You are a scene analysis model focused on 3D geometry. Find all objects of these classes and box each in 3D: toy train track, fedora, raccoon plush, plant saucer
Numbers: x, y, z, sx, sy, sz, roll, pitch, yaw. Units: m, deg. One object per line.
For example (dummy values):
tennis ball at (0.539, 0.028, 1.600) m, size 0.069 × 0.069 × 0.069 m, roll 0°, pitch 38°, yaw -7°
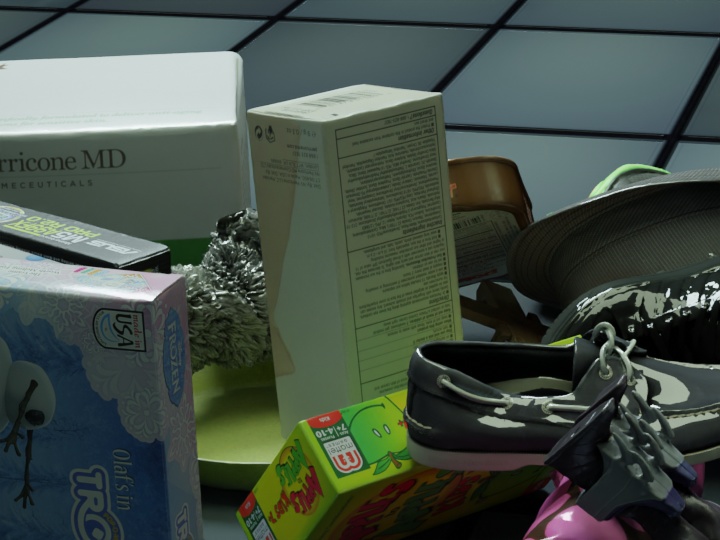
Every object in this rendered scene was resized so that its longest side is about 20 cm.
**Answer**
toy train track at (0.105, 0.065, 1.542) m, size 0.114 × 0.033 × 0.200 m, roll 20°, pitch 19°, yaw -20°
fedora at (0.201, 0.014, 1.548) m, size 0.198 × 0.177 × 0.091 m, roll -13°, pitch 62°, yaw -2°
raccoon plush at (-0.054, 0.031, 1.484) m, size 0.198 × 0.097 × 0.134 m, roll 7°, pitch 28°, yaw 22°
plant saucer at (-0.055, 0.093, 1.479) m, size 0.198 × 0.031 × 0.200 m, roll -1°, pitch 19°, yaw 0°

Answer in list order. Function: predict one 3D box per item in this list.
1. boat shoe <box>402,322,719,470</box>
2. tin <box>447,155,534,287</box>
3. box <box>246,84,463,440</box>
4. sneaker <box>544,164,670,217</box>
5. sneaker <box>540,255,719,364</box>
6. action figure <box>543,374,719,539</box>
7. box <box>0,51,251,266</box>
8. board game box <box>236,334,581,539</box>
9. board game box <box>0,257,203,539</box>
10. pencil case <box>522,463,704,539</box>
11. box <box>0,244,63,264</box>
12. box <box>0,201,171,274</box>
boat shoe at (0.120, 0.062, 1.226) m, size 0.198 × 0.063 × 0.073 m, roll -4°, pitch 22°, yaw 6°
tin at (0.058, -0.025, 1.558) m, size 0.111 × 0.042 × 0.200 m, roll -13°, pitch -15°, yaw 8°
box at (0.000, 0.000, 1.381) m, size 0.094 × 0.202 × 0.077 m, roll -14°, pitch 16°, yaw -36°
sneaker at (0.192, -0.018, 1.748) m, size 0.083 × 0.077 × 0.200 m, roll 26°, pitch 32°, yaw 21°
sneaker at (0.210, 0.033, 1.385) m, size 0.199 × 0.060 × 0.104 m, roll -20°, pitch 22°, yaw -19°
action figure at (0.177, 0.142, 1.147) m, size 0.200 × 0.069 × 0.130 m, roll 44°, pitch 31°, yaw 2°
box at (-0.176, -0.048, 1.680) m, size 0.197 × 0.173 × 0.200 m, roll -2°, pitch 19°, yaw -2°
board game box at (0.038, 0.104, 1.324) m, size 0.199 × 0.102 × 0.048 m, roll -15°, pitch 64°, yaw -35°
board game box at (-0.180, 0.093, 1.224) m, size 0.197 × 0.202 × 0.043 m, roll 5°, pitch 22°, yaw 20°
pencil case at (0.115, 0.142, 1.237) m, size 0.093 × 0.091 × 0.200 m, roll -11°, pitch 15°, yaw 27°
box at (-0.189, 0.071, 1.358) m, size 0.199 × 0.157 × 0.041 m, roll 14°, pitch 22°, yaw 40°
box at (-0.193, 0.048, 1.420) m, size 0.199 × 0.162 × 0.044 m, roll 15°, pitch 23°, yaw 39°
